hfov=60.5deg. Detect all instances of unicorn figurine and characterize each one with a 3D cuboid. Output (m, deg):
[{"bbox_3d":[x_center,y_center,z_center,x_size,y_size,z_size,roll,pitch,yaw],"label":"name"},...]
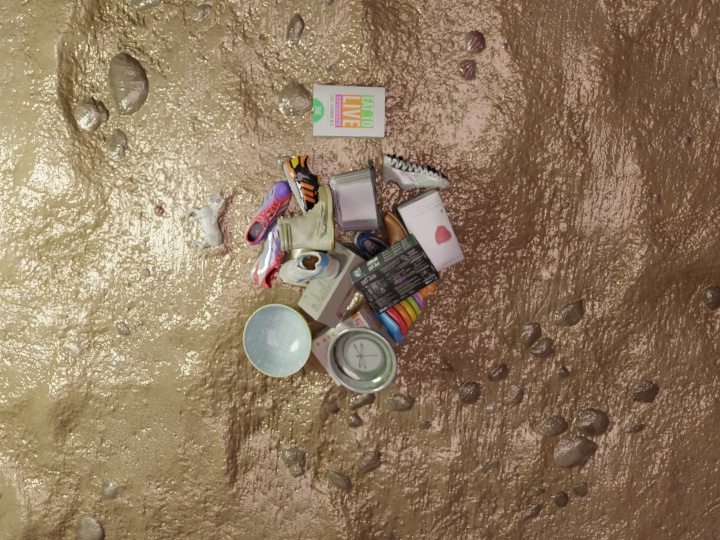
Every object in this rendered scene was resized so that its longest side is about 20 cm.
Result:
[{"bbox_3d":[-0.426,-0.134,1.706,0.134,0.074,0.204,-14,115,-11],"label":"unicorn figurine"}]

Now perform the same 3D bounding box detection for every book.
[{"bbox_3d":[-0.031,-0.433,1.689,0.195,0.048,0.137,1,96,-2],"label":"book"}]

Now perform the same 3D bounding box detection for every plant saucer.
[{"bbox_3d":[0.009,0.236,1.683,0.195,0.050,0.205,6,114,13],"label":"plant saucer"}]

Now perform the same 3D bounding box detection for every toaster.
[{"bbox_3d":[-0.012,-0.198,1.693,0.126,0.114,0.205,-9,99,1],"label":"toaster"}]

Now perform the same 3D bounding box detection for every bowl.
[{"bbox_3d":[-0.223,0.188,1.742,0.195,0.108,0.206,1,96,7],"label":"bowl"}]

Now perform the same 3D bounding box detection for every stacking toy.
[{"bbox_3d":[0.140,0.098,1.766,0.199,0.117,0.110,-41,60,-12],"label":"stacking toy"}]

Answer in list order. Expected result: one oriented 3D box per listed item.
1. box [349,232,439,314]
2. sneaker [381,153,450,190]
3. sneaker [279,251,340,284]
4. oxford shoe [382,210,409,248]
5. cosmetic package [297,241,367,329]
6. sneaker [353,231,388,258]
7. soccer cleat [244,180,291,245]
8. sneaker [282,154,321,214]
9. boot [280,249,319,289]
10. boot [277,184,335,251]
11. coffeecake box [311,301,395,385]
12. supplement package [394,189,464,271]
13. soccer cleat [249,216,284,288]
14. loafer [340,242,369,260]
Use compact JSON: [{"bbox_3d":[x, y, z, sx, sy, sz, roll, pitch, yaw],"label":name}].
[{"bbox_3d":[0.091,0.014,1.619,0.198,0.044,0.161,-32,134,10],"label":"box"},{"bbox_3d":[0.152,-0.259,1.719,0.196,0.075,0.083,17,109,0],"label":"sneaker"},{"bbox_3d":[-0.149,-0.013,1.631,0.080,0.197,0.078,28,61,-45],"label":"sneaker"},{"bbox_3d":[0.101,-0.062,1.679,0.070,0.071,0.204,-27,98,-21],"label":"oxford shoe"},{"bbox_3d":[-0.068,0.038,1.654,0.087,0.103,0.202,30,93,-46],"label":"cosmetic package"},{"bbox_3d":[0.069,-0.041,1.738,0.197,0.085,0.078,27,98,-8],"label":"sneaker"},{"bbox_3d":[-0.255,-0.155,1.704,0.068,0.073,0.202,34,96,-8],"label":"soccer cleat"},{"bbox_3d":[-0.138,-0.219,1.702,0.089,0.070,0.203,-26,98,5],"label":"sneaker"},{"bbox_3d":[-0.117,-0.024,1.735,0.195,0.073,0.159,14,103,1],"label":"boot"},{"bbox_3d":[-0.144,-0.139,1.626,0.151,0.073,0.204,-3,59,-3],"label":"boot"},{"bbox_3d":[-0.025,0.209,1.749,0.198,0.073,0.155,-33,100,24],"label":"coffeecake box"},{"bbox_3d":[0.191,-0.107,1.716,0.119,0.120,0.204,-24,101,0],"label":"supplement package"},{"bbox_3d":[-0.237,-0.049,1.709,0.073,0.068,0.203,33,103,24],"label":"soccer cleat"},{"bbox_3d":[0.000,0.000,1.736,0.198,0.063,0.072,37,133,-3],"label":"loafer"}]
